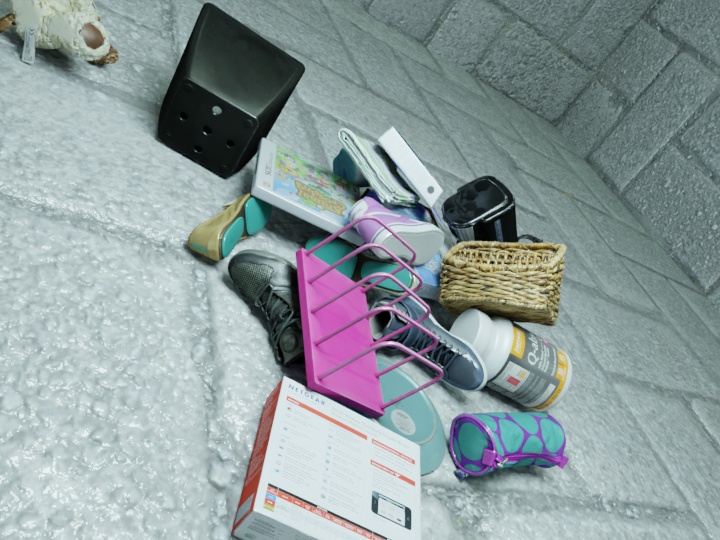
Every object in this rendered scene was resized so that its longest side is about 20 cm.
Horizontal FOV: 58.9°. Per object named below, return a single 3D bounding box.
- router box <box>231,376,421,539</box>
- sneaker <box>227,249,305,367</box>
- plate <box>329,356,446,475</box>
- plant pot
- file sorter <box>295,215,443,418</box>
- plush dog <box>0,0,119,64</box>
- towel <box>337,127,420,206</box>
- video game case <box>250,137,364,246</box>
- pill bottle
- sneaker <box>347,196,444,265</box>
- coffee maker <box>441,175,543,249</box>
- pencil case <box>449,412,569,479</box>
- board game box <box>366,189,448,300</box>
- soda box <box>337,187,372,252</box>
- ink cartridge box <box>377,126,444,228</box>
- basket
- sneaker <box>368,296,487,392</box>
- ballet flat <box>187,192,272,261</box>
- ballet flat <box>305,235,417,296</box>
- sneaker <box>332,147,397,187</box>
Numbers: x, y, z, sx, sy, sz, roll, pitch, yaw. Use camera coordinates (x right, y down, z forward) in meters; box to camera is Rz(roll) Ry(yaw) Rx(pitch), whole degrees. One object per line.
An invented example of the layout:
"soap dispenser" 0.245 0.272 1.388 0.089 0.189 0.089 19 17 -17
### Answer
"router box" -0.025 0.236 0.699 0.198 0.049 0.181 30 31 -14
"sneaker" -0.103 0.053 0.852 0.199 0.076 0.114 42 22 -4
"plate" 0.044 0.187 0.882 0.198 0.026 0.202 29 29 -18
"plant pot" -0.234 -0.283 1.083 0.198 0.200 0.179 28 41 -17
"file sorter" 0.014 0.054 0.814 0.138 0.124 0.203 34 35 -42
"plush dog" -0.491 -0.416 1.053 0.203 0.158 0.172 66 13 -6
"towel" 0.040 -0.179 1.116 0.150 0.031 0.200 56 19 8
"video game case" -0.083 -0.134 1.060 0.197 0.022 0.183 25 29 -20
"pill bottle" 0.250 0.149 1.081 0.198 0.117 0.117 28 30 -19
"sneaker" 0.057 -0.074 1.036 0.114 0.073 0.199 45 19 30
"coffee maker" 0.263 -0.084 1.281 0.134 0.202 0.192 29 63 38
"pencil case" 0.217 0.251 0.927 0.198 0.086 0.092 10 23 -41
"board game box" 0.109 -0.045 1.187 0.199 0.043 0.202 15 51 -57
"soda box" -0.002 -0.077 1.162 0.063 0.071 0.200 35 28 -2
"ink cartridge box" 0.108 -0.184 1.214 0.201 0.043 0.198 53 10 -9
"basket" 0.239 0.000 1.087 0.197 0.152 0.142 5 -15 28
"sneaker" 0.094 0.115 0.975 0.202 0.078 0.145 42 16 26
"ballet flat" -0.193 -0.076 0.953 0.062 0.070 0.200 9 24 11
"ballet flat" 0.000 0.000 1.047 0.197 0.069 0.062 22 -6 14
"sneaker" 0.020 -0.201 1.246 0.128 0.081 0.200 -5 9 -11
